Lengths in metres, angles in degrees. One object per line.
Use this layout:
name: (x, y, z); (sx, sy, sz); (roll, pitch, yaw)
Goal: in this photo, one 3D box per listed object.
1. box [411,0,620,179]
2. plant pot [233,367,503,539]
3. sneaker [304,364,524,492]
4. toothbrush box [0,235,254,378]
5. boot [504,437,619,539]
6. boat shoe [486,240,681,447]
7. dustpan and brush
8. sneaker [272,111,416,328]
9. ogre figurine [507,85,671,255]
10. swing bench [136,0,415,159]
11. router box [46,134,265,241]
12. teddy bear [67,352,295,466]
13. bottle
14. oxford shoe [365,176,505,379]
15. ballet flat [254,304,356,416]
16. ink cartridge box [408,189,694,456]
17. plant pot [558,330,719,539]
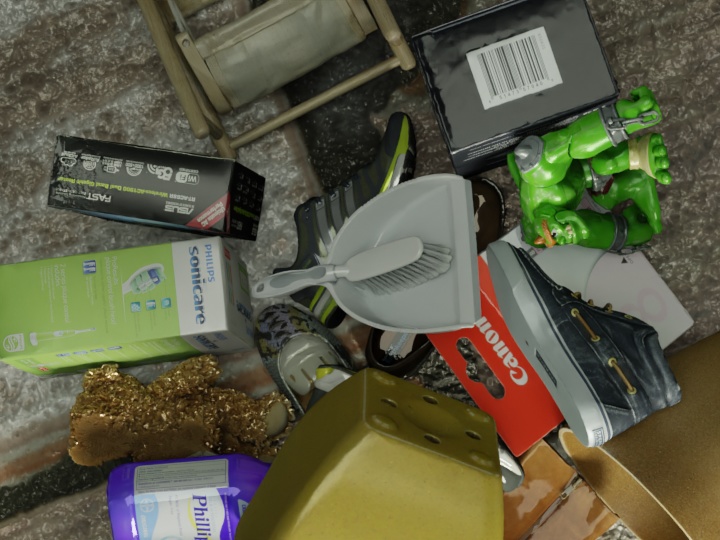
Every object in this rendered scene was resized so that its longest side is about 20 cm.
box: (0.130, -0.156, 1.566); (0.147, 0.200, 0.105); (-19, 85, 2)
plant pot: (0.019, 0.197, 1.461); (0.194, 0.196, 0.201); (21, 108, -7)
sneaker: (0.042, 0.150, 1.577); (0.199, 0.074, 0.085); (25, 93, 0)
toothbrush box: (-0.202, 0.035, 1.609); (0.199, 0.146, 0.087); (-6, 80, 5)
boot: (0.095, 0.221, 1.611); (0.188, 0.068, 0.200); (41, 97, 4)
boat shoe: (0.181, 0.047, 1.523); (0.091, 0.071, 0.201); (-22, 61, -11)
dustpan and brush: (0.000, 0.000, 1.569); (0.199, 0.057, 0.140); (-17, 64, 32)
sneaker: (-0.013, -0.053, 1.639); (0.081, 0.074, 0.201); (27, 88, 8)
ogre figurine: (0.187, -0.071, 1.522); (0.119, 0.200, 0.099); (-12, 78, 1)
swing bench: (-0.086, -0.234, 1.626); (0.198, 0.130, 0.201); (-26, 81, 4)
router box: (-0.170, -0.068, 1.585); (0.149, 0.200, 0.062); (9, 89, 5)
teddy bear: (-0.156, 0.137, 1.637); (0.199, 0.067, 0.146); (-5, 122, 1)
bottle: (-0.116, 0.200, 1.601); (0.199, 0.065, 0.084); (-4, 122, 0)
oxford shoe: (0.069, 0.008, 1.623); (0.072, 0.084, 0.201); (27, 88, 7)
ballet flat: (-0.024, 0.112, 1.633); (0.072, 0.072, 0.201); (-33, 85, 3)
ink cartridge box: (0.166, 0.038, 1.589); (0.200, 0.057, 0.163); (-34, 85, -31)
plant pot: (0.303, 0.137, 1.564); (0.200, 0.186, 0.186); (-41, 85, -9)
